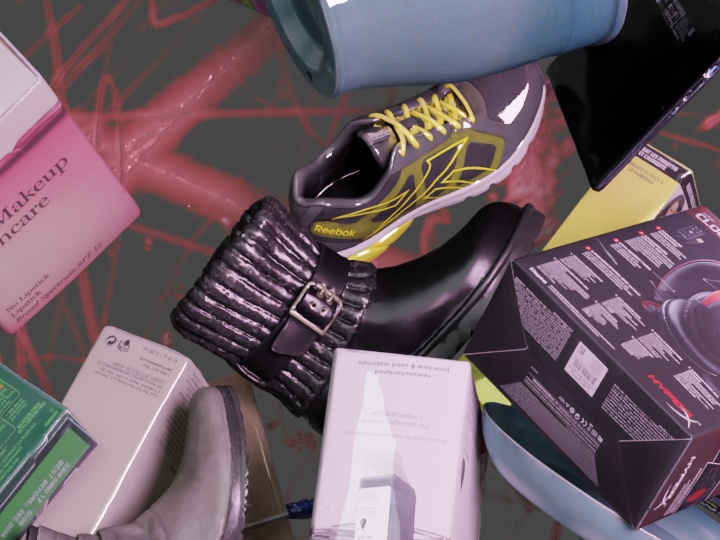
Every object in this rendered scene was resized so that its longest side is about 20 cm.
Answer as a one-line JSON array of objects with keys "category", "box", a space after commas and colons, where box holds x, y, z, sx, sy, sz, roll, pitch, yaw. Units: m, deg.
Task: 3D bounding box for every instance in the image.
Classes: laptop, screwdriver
[{"category": "laptop", "box": [0.236, -0.129, 1.568, 0.200, 0.116, 0.187, -46, 22, 17]}, {"category": "screwdriver", "box": [-0.060, 0.151, 1.533, 0.199, 0.028, 0.029, -10, 90, -16]}]

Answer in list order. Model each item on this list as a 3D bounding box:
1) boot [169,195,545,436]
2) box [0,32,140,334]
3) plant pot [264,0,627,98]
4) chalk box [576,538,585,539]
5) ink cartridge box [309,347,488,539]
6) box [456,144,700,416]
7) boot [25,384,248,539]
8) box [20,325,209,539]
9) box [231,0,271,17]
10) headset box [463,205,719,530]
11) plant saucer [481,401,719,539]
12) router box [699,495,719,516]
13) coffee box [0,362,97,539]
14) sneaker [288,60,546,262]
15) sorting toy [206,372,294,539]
[{"category": "boot", "box": [0.000, 0.000, 1.559, 0.158, 0.079, 0.211, 42, 82, 0]}, {"category": "box", "box": [-0.247, -0.068, 1.615, 0.128, 0.200, 0.109, -44, 63, -6]}, {"category": "plant pot", "box": [0.038, -0.201, 1.562, 0.187, 0.200, 0.200, -24, 63, -14]}, {"category": "chalk box", "box": [0.136, 0.244, 1.384, 0.125, 0.200, 0.124, 36, 80, 26]}, {"category": "ink cartridge box", "box": [0.020, 0.165, 1.421, 0.084, 0.146, 0.201, 5, 68, 10]}, {"category": "box", "box": [0.134, 0.017, 1.554, 0.050, 0.075, 0.200, 34, 78, 24]}, {"category": "boot", "box": [-0.135, 0.159, 1.461, 0.130, 0.068, 0.201, 6, 74, -9]}, {"category": "box", "box": [-0.166, 0.142, 1.537, 0.068, 0.082, 0.201, 20, 69, 23]}, {"category": "box", "box": [-0.065, -0.281, 1.720, 0.199, 0.097, 0.176, 23, 75, 23]}, {"category": "headset box", "box": [0.182, 0.048, 1.410, 0.200, 0.075, 0.149, -16, 52, -45]}, {"category": "plant saucer", "box": [0.151, 0.139, 1.436, 0.200, 0.200, 0.027, 33, 97, 24]}, {"category": "router box", "box": [0.270, 0.090, 1.494, 0.200, 0.062, 0.150, 30, 78, 24]}, {"category": "coffee box", "box": [-0.263, 0.102, 1.534, 0.200, 0.044, 0.123, 27, 73, 42]}, {"category": "sneaker", "box": [0.037, -0.077, 1.612, 0.200, 0.085, 0.075, -40, 65, -5]}, {"category": "sorting toy", "box": [-0.133, 0.178, 1.577, 0.184, 0.037, 0.201, -20, 60, 5]}]
